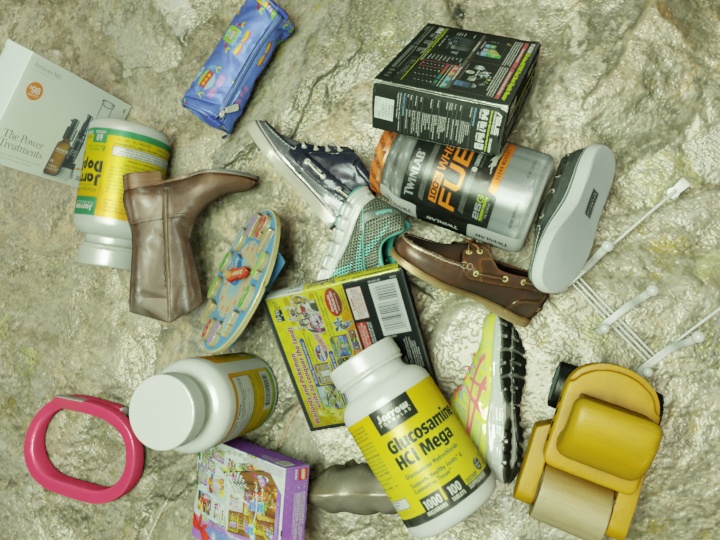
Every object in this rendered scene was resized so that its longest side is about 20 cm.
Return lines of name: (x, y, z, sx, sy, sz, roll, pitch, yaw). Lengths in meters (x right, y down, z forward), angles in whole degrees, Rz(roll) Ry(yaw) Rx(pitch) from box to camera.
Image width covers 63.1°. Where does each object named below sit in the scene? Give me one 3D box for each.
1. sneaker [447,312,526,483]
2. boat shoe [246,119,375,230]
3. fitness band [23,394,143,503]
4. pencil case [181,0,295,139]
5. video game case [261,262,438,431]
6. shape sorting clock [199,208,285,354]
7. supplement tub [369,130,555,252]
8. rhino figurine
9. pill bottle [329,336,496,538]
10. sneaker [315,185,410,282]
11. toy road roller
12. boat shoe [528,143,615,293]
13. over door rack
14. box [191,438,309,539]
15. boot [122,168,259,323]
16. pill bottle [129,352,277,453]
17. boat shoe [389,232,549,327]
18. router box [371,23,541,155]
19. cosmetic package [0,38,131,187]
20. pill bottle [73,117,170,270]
sneaker: (0.145, 0.147, 0.710, 0.090, 0.078, 0.201, -4, 72, 37)
boat shoe: (-0.059, -0.148, 0.792, 0.093, 0.075, 0.200, -42, 86, 7)
fitness band: (-0.408, 0.261, 0.867, 0.199, 0.037, 0.144, 9, 90, 16)
pencil case: (-0.170, -0.289, 0.825, 0.087, 0.078, 0.200, 38, 96, 44)
video game case: (-0.008, 0.101, 0.735, 0.180, 0.026, 0.201, -13, 109, 13)
shape sorting clock: (-0.159, 0.011, 0.757, 0.039, 0.200, 0.200, 30, 94, -27)
supplement tub: (0.120, -0.109, 0.712, 0.200, 0.123, 0.123, 21, 91, 16)
rhino figurine: (-0.023, 0.272, 0.735, 0.199, 0.087, 0.060, -7, 83, 14)
pill bottle: (0.052, 0.180, 0.658, 0.112, 0.112, 0.200, -35, 79, 9)
sneaker: (0.000, 0.000, 0.739, 0.091, 0.078, 0.200, 25, 115, 14)
toy road roller: (0.251, 0.199, 0.638, 0.123, 0.146, 0.201, 18, 90, 16)
boat shoe: (0.238, -0.061, 0.686, 0.057, 0.069, 0.200, 4, 58, 53)
over door rack: (0.349, 0.006, 0.670, 0.200, 0.067, 0.148, -43, 77, 8)
box: (-0.145, 0.293, 0.742, 0.200, 0.039, 0.137, 0, 85, 46)
boot: (-0.224, -0.034, 0.798, 0.186, 0.064, 0.201, -5, 90, -11)
pill bottle: (-0.191, 0.162, 0.730, 0.111, 0.200, 0.111, -1, 85, 15)
boat shoe: (0.135, -0.003, 0.696, 0.200, 0.070, 0.070, 23, 115, -16)
router box: (0.118, -0.221, 0.693, 0.149, 0.200, 0.062, 17, 134, 16)
cosmetic package: (-0.431, -0.207, 0.825, 0.052, 0.200, 0.151, 26, 93, 14)
pill bottle: (-0.343, -0.104, 0.838, 0.112, 0.113, 0.201, 8, 88, 15)
